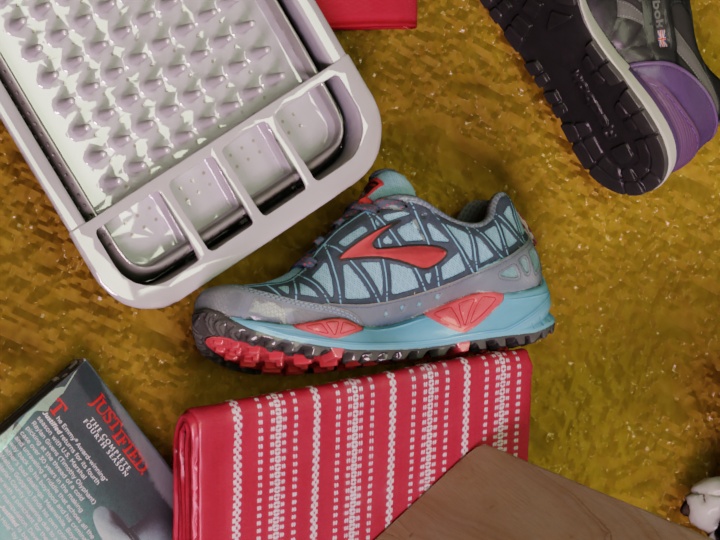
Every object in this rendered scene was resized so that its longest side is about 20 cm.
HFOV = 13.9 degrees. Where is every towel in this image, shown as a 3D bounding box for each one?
[{"bbox_3d":[-0.004,0.118,1.417,0.200,0.022,0.145,-9,110,-33],"label":"towel"}]

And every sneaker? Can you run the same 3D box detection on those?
[{"bbox_3d":[0.000,0.000,1.441,0.200,0.079,0.096,-4,83,-36],"label":"sneaker"},{"bbox_3d":[0.120,-0.143,1.518,0.088,0.076,0.200,-37,106,-39],"label":"sneaker"}]

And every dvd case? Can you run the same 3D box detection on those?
[{"bbox_3d":[-0.159,0.158,1.373,0.200,0.022,0.146,-42,104,-22],"label":"dvd case"}]

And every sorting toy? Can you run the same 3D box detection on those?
[{"bbox_3d":[0.055,0.190,1.338,0.199,0.200,0.070,-42,119,-18],"label":"sorting toy"}]

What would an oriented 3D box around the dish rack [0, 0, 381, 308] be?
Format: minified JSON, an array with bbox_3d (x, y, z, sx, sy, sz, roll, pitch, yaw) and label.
[{"bbox_3d":[-0.100,-0.098,1.411,0.172,0.044,0.200,-34,101,-23],"label":"dish rack"}]

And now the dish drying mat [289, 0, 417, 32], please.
[{"bbox_3d":[-0.014,-0.219,1.478,0.077,0.018,0.200,-5,87,-27],"label":"dish drying mat"}]

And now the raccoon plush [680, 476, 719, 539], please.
[{"bbox_3d":[0.264,0.104,1.508,0.097,0.200,0.134,1,86,-70],"label":"raccoon plush"}]
